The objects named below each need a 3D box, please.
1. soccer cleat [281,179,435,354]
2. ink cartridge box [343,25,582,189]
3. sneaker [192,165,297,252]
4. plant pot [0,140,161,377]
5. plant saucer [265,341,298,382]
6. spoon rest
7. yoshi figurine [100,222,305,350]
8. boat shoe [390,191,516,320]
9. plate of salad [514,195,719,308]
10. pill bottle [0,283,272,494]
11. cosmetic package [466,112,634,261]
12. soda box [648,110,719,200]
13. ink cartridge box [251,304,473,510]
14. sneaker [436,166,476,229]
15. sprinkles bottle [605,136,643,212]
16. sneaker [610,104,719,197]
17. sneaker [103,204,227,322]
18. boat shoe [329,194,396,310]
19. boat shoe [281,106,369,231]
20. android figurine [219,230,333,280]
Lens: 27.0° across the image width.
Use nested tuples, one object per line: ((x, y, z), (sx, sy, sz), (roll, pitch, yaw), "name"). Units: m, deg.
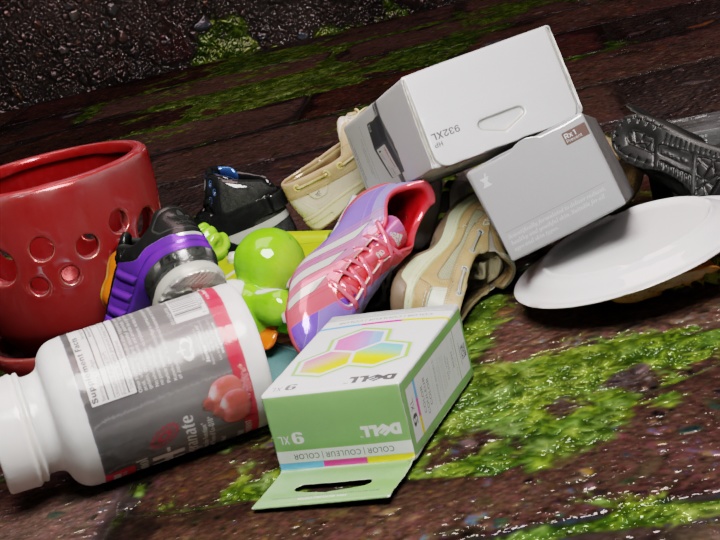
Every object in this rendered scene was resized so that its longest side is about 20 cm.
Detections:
((0.000, -0.006, 1.210), (0.076, 0.067, 0.200), (-23, 24, 37), "soccer cleat")
((0.084, -0.133, 1.319), (0.144, 0.084, 0.200), (-22, 0, -16), "ink cartridge box")
((-0.166, -0.050, 1.560), (0.199, 0.113, 0.073), (-12, 15, 10), "sneaker")
((-0.271, -0.010, 1.388), (0.199, 0.184, 0.201), (-14, 16, 4), "plant pot")
((-0.094, 0.076, 1.244), (0.070, 0.019, 0.200), (-23, 17, -29), "plant saucer")
((0.040, -0.068, 1.506), (0.060, 0.100, 0.200), (6, -5, -23), "spoon rest")
((-0.118, 0.010, 1.272), (0.199, 0.113, 0.112), (2, 15, 37), "yoshi figurine")
((0.098, -0.004, 1.277), (0.076, 0.072, 0.200), (7, 34, 25), "boat shoe")
((0.219, -0.008, 1.191), (0.199, 0.048, 0.200), (-23, 14, 6), "plate of salad")
((-0.169, 0.090, 1.090), (0.199, 0.111, 0.111), (-18, 16, -13), "pill bottle")
((0.163, -0.071, 1.249), (0.106, 0.091, 0.200), (-27, 1, 15), "cosmetic package")
((0.368, -0.117, 1.404), (0.199, 0.064, 0.071), (-10, 17, 18), "soda box")
((0.000, 0.089, 1.035), (0.103, 0.060, 0.200), (-8, 17, 23), "ink cartridge box")
((0.124, -0.064, 1.462), (0.076, 0.076, 0.200), (10, 24, 9), "sneaker")
((0.187, -0.125, 1.471), (0.068, 0.069, 0.200), (-23, 38, -28), "sprinkles bottle")
((0.293, -0.090, 1.315), (0.199, 0.060, 0.104), (37, 15, 29), "sneaker")
((-0.170, 0.023, 1.201), (0.069, 0.100, 0.200), (-2, -35, -37), "sneaker")
((0.000, 0.000, 1.314), (0.070, 0.072, 0.200), (20, 38, 0), "boat shoe")
((0.001, -0.123, 1.473), (0.200, 0.069, 0.074), (-42, 13, 19), "boat shoe")
((-0.092, 0.007, 1.438), (0.199, 0.041, 0.182), (-3, 20, 31), "android figurine")
